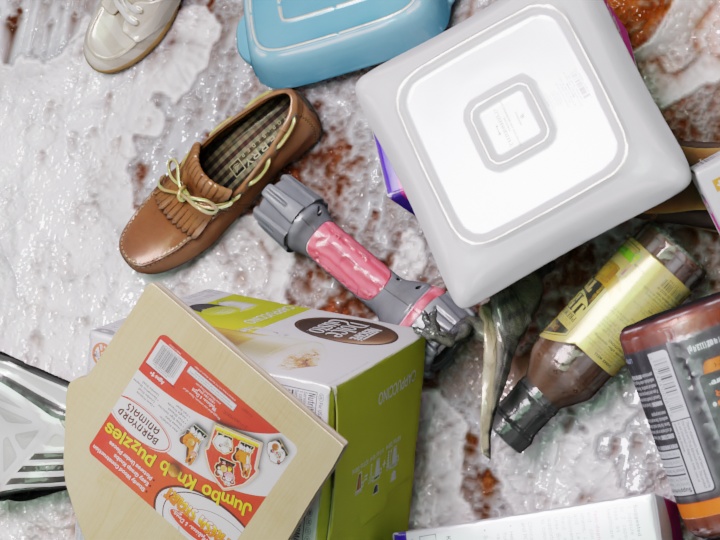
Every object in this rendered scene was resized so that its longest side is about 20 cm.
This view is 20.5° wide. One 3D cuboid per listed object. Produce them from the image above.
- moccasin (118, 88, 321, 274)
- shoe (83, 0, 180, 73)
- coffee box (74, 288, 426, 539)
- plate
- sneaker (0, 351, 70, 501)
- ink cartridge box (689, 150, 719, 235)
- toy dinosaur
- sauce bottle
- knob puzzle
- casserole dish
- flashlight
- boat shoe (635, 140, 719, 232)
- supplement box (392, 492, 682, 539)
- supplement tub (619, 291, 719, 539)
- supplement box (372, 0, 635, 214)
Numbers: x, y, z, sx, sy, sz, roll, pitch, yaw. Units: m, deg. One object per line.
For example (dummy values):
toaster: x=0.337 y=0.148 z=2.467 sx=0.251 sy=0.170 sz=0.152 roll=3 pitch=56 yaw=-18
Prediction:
moccasin: x=-0.120 y=-0.074 z=1.633 sx=0.201 sy=0.078 sz=0.074 roll=-36 pitch=70 yaw=10
shoe: x=-0.175 y=-0.257 z=1.701 sx=0.070 sy=0.053 sz=0.200 roll=40 pitch=94 yaw=22
coffee box: x=-0.078 y=0.141 z=1.483 sx=0.196 sy=0.199 sz=0.202 roll=10 pitch=103 yaw=20
plate: x=0.113 y=-0.105 z=1.457 sx=0.199 sy=0.032 sz=0.201 roll=-28 pitch=72 yaw=12
sneaker: x=-0.313 y=0.126 z=1.664 sx=0.199 sy=0.076 sz=0.116 roll=21 pitch=85 yaw=19
ink cartridge box: x=0.325 y=-0.008 z=1.451 sx=0.094 sy=0.037 sz=0.201 roll=-28 pitch=97 yaw=2
toy dinosaur: x=0.094 y=0.034 z=1.501 sx=0.088 sy=0.047 sz=0.201 roll=30 pitch=59 yaw=-15
sauce bottle: x=0.174 y=0.053 z=1.511 sx=0.200 sy=0.065 sz=0.065 roll=-47 pitch=69 yaw=4
knob puzzle: x=-0.122 y=0.137 z=1.374 sx=0.218 sy=0.030 sz=0.222 roll=4 pitch=101 yaw=21
casserole dish: x=-0.017 y=-0.223 z=1.634 sx=0.198 sy=0.039 sz=0.122 roll=-15 pitch=63 yaw=15
flashlight: x=0.000 y=0.000 z=1.579 sx=0.200 sy=0.068 sz=0.068 roll=40 pitch=128 yaw=17
boat shoe: x=0.273 y=-0.064 z=1.494 sx=0.198 sy=0.070 sz=0.071 roll=9 pitch=89 yaw=0
supplement box: x=0.138 y=0.230 z=1.471 sx=0.198 sy=0.101 sz=0.104 roll=-13 pitch=76 yaw=17
supplement tub: x=0.266 y=0.120 z=1.434 sx=0.106 sy=0.107 sz=0.202 roll=-20 pitch=88 yaw=14
supplement box: x=0.116 y=-0.123 z=1.539 sx=0.198 sy=0.101 sz=0.104 roll=-17 pitch=75 yaw=15
